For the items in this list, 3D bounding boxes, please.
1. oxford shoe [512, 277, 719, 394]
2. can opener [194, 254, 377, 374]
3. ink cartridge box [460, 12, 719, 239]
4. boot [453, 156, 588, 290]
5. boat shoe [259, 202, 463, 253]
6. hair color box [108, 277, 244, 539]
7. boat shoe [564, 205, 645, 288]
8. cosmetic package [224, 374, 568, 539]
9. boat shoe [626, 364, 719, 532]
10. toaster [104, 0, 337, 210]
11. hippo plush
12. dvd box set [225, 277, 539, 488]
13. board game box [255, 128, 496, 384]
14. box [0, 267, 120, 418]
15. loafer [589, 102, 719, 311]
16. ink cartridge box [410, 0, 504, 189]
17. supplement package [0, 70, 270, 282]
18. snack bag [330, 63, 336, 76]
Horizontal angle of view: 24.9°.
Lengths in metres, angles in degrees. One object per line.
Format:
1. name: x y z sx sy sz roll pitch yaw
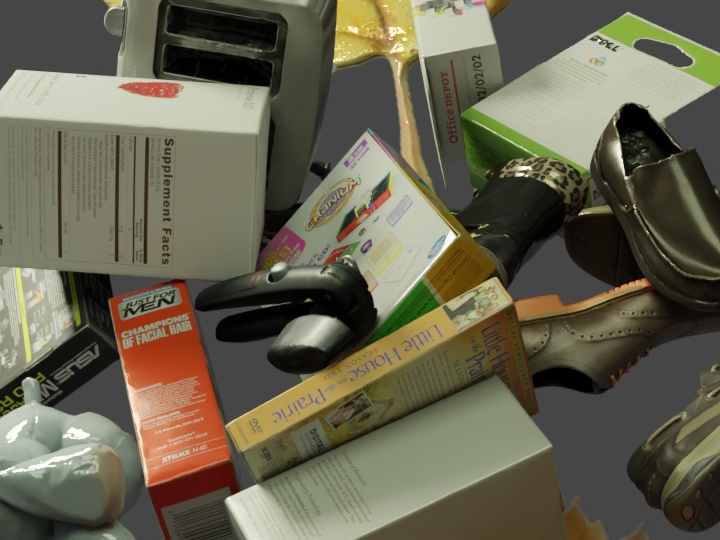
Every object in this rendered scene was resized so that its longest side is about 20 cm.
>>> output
1. oxford shoe: 0.185 0.054 1.185 0.198 0.071 0.073 -10 66 2
2. can opener: -0.058 0.024 1.111 0.078 0.064 0.199 -32 19 -29
3. ink cartridge box: 0.207 -0.122 1.365 0.199 0.076 0.148 -32 42 -23
4. boot: 0.072 -0.016 1.242 0.151 0.073 0.200 -42 14 -35
5. boat shoe: 0.006 -0.029 1.322 0.198 0.061 0.074 -2 39 13
6. hair color box: -0.125 0.112 1.153 0.064 0.111 0.200 -17 40 -6
7. boat shoe: 0.257 -0.024 1.244 0.199 0.073 0.065 3 30 20
8. cosmetic package: 0.027 0.165 1.051 0.199 0.108 0.085 -23 40 -14
9. boat shoe: 0.258 0.091 1.100 0.199 0.075 0.073 -34 44 -25
10. toaster: -0.108 -0.154 1.323 0.198 0.182 0.119 10 25 0
11. hippo plush: -0.231 0.168 1.125 0.198 0.161 0.161 8 11 3
12. dvd box set: 0.020 0.097 1.081 0.199 0.147 0.029 -29 55 -5
13. board game box: 0.000 0.000 1.167 0.153 0.040 0.200 -48 31 9
14. box: -0.272 0.038 1.289 0.160 0.044 0.200 -35 39 10
15. loafer: 0.220 -0.049 1.167 0.073 0.072 0.200 -21 45 -13
16. ink cartridge box: 0.088 -0.177 1.432 0.067 0.116 0.201 -10 40 4
17. supplement package: -0.171 -0.073 1.220 0.198 0.121 0.121 4 22 -1
18. snack bag: -0.134 -0.144 1.529 0.199 0.021 0.189 4 43 20
